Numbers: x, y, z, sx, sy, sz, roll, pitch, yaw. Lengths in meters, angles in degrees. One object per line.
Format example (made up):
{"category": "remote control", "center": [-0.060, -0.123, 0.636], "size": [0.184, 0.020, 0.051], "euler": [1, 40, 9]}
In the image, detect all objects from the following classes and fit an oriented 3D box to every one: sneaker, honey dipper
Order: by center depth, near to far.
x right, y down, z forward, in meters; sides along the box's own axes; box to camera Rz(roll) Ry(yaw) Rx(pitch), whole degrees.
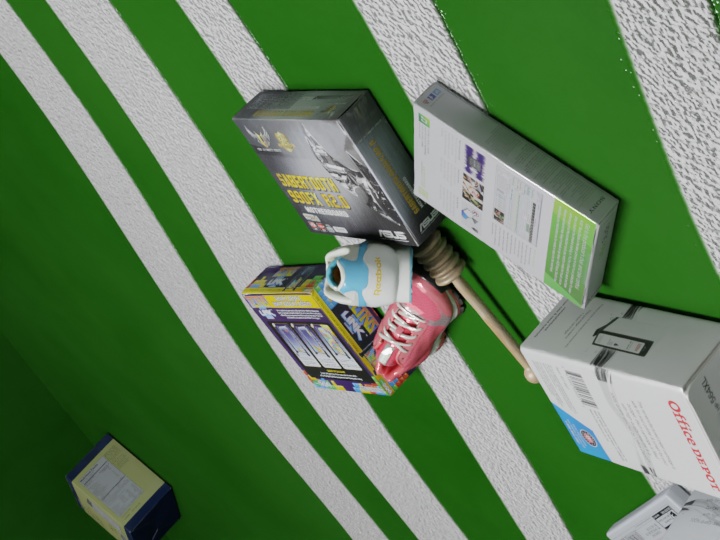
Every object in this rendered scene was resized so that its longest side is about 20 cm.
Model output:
{"category": "honey dipper", "center": [0.126, 0.041, 1.545], "size": [0.200, 0.038, 0.038], "euler": [48, 158, -20]}
{"category": "sneaker", "center": [0.000, 0.000, 1.566], "size": [0.080, 0.077, 0.200], "euler": [1, 178, -10]}
{"category": "sneaker", "center": [0.055, 0.064, 1.633], "size": [0.074, 0.087, 0.200], "euler": [37, 157, 15]}

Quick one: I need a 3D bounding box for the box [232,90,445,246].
{"category": "box", "center": [-0.023, -0.104, 1.519], "size": [0.200, 0.048, 0.159], "euler": [10, 140, 54]}

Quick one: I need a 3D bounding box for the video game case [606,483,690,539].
{"category": "video game case", "center": [0.367, 0.317, 1.629], "size": [0.182, 0.022, 0.200], "euler": [42, 157, 7]}

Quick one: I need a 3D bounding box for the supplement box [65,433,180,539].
{"category": "supplement box", "center": [-0.525, 0.503, 3.371], "size": [0.199, 0.134, 0.200], "euler": [37, 157, 18]}

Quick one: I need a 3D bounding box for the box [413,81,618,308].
{"category": "box", "center": [0.132, -0.065, 1.339], "size": [0.200, 0.036, 0.145], "euler": [37, 157, 21]}

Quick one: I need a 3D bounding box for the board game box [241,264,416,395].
{"category": "board game box", "center": [-0.041, 0.071, 1.856], "size": [0.166, 0.057, 0.200], "euler": [54, 157, -18]}

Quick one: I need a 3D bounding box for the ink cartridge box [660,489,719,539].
{"category": "ink cartridge box", "center": [0.339, 0.252, 1.325], "size": [0.083, 0.200, 0.145], "euler": [47, 159, -18]}

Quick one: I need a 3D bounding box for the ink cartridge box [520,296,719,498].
{"category": "ink cartridge box", "center": [0.261, 0.110, 1.356], "size": [0.199, 0.084, 0.146], "euler": [13, 142, 51]}
